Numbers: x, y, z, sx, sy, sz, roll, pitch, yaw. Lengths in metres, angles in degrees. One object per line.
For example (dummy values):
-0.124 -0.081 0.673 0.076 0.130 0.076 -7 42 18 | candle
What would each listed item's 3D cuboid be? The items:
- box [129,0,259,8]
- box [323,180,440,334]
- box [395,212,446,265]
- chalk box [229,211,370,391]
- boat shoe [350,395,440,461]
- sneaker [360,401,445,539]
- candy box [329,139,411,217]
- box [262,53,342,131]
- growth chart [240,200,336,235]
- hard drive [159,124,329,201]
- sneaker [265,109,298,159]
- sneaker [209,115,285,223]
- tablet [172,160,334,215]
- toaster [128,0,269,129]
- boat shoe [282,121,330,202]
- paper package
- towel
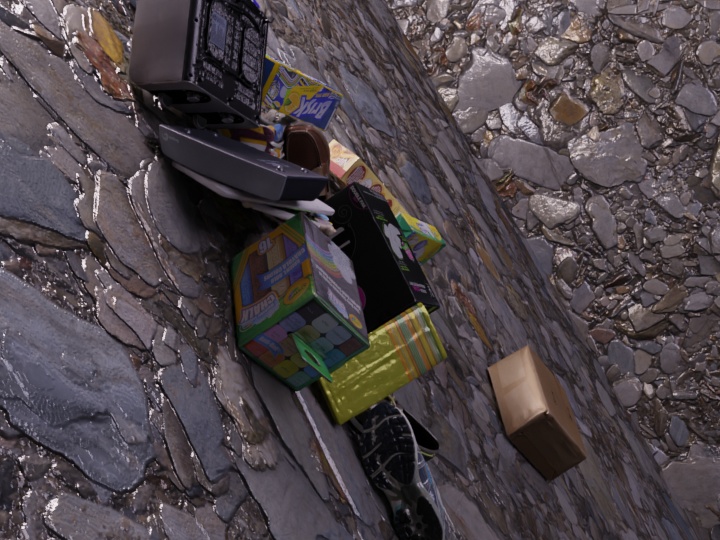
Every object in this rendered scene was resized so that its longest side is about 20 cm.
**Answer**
-0.252 -0.416 1.623 0.200 0.104 0.186 46 21 -33 | box
0.000 0.000 1.544 0.203 0.147 0.124 63 17 16 | box
0.077 -0.036 1.864 0.049 0.117 0.199 56 16 17 | box
-0.075 0.056 1.297 0.124 0.123 0.202 44 23 -38 | chalk box
0.037 0.204 1.449 0.202 0.060 0.073 48 23 -30 | boat shoe
0.059 0.275 1.393 0.086 0.076 0.204 12 58 -74 | sneaker
0.014 -0.141 1.910 0.200 0.055 0.115 47 -3 -35 | candy box
-0.109 -0.280 1.639 0.064 0.071 0.199 32 10 25 | box
-0.107 -0.091 1.425 0.142 0.018 0.200 16 12 -16 | growth chart
-0.152 -0.136 1.340 0.197 0.043 0.134 23 12 22 | hard drive
-0.135 -0.221 1.705 0.084 0.073 0.200 38 16 5 | sneaker
-0.140 -0.166 1.535 0.202 0.089 0.075 56 18 -6 | sneaker
-0.140 -0.110 1.382 0.198 0.014 0.129 8 17 -47 | tablet
-0.217 -0.310 1.441 0.180 0.116 0.205 25 66 -60 | toaster
-0.078 -0.139 1.600 0.202 0.074 0.073 77 8 -48 | boat shoe
0.359 0.288 2.118 0.191 0.102 0.202 47 20 -34 | paper package
0.027 0.124 1.407 0.198 0.018 0.087 -28 95 -31 | towel
